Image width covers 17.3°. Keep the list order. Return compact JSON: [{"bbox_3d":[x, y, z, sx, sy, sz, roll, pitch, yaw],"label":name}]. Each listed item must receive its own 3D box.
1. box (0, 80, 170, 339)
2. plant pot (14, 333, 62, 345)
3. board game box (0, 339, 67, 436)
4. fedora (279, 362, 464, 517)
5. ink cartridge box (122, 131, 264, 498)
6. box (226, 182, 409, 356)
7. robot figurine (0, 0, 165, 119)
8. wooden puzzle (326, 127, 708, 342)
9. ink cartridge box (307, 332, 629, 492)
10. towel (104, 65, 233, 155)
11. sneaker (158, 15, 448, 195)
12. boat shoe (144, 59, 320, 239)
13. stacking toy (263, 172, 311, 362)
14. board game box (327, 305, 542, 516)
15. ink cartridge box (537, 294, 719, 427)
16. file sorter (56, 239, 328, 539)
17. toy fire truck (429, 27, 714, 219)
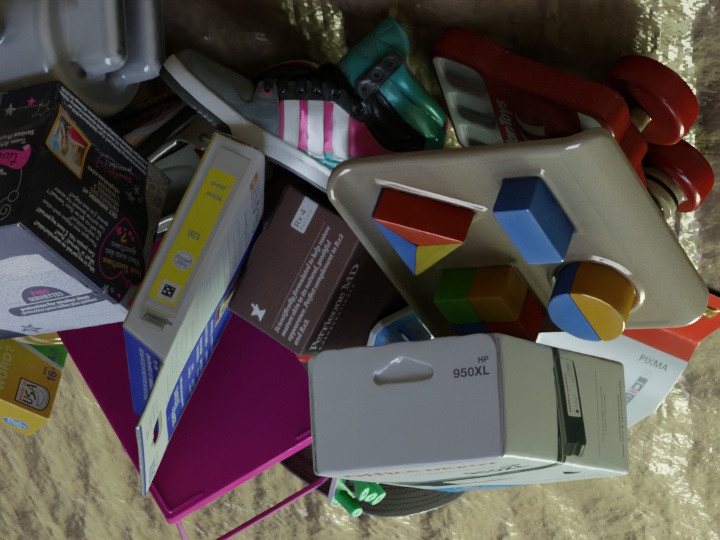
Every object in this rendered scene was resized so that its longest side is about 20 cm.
[{"bbox_3d":[-0.248,-0.029,1.562,0.200,0.115,0.132,-8,146,33],"label":"box"},{"bbox_3d":[-0.192,0.004,1.801,0.200,0.028,0.200,-23,159,-10],"label":"plant pot"},{"bbox_3d":[-0.324,0.023,1.871,0.200,0.153,0.040,25,147,-22],"label":"board game box"},{"bbox_3d":[0.006,0.099,1.881,0.177,0.200,0.090,-10,126,-31],"label":"fedora"},{"bbox_3d":[-0.121,0.034,1.569,0.047,0.200,0.198,25,161,4],"label":"ink cartridge box"},{"bbox_3d":[0.000,0.000,1.663,0.075,0.100,0.200,33,-165,25],"label":"box"},{"bbox_3d":[-0.225,-0.148,1.580,0.200,0.113,0.169,-9,168,33],"label":"robot figurine"},{"bbox_3d":[0.099,-0.008,1.517,0.200,0.046,0.185,-8,138,31],"label":"wooden puzzle"},{"bbox_3d":[0.075,0.098,1.586,0.144,0.084,0.200,-9,168,29],"label":"ink cartridge box"},{"bbox_3d":[-0.182,-0.074,1.688,0.022,0.147,0.200,58,144,6],"label":"towel"},{"bbox_3d":[-0.022,-0.122,1.552,0.200,0.121,0.084,29,-170,-21],"label":"sneaker"},{"bbox_3d":[-0.101,-0.080,1.645,0.200,0.063,0.071,-30,91,30],"label":"boat shoe"},{"bbox_3d":[-0.053,0.000,1.771,0.085,0.085,0.200,4,140,15],"label":"stacking toy"},{"bbox_3d":[0.073,0.078,1.751,0.026,0.200,0.200,44,141,27],"label":"board game box"},{"bbox_3d":[0.178,0.057,1.848,0.162,0.057,0.200,22,153,-16],"label":"ink cartridge box"},{"bbox_3d":[-0.122,0.088,1.748,0.139,0.200,0.125,-30,157,-9],"label":"file sorter"},{"bbox_3d":[0.136,-0.075,1.599,0.168,0.112,0.200,25,157,29],"label":"toy fire truck"}]
